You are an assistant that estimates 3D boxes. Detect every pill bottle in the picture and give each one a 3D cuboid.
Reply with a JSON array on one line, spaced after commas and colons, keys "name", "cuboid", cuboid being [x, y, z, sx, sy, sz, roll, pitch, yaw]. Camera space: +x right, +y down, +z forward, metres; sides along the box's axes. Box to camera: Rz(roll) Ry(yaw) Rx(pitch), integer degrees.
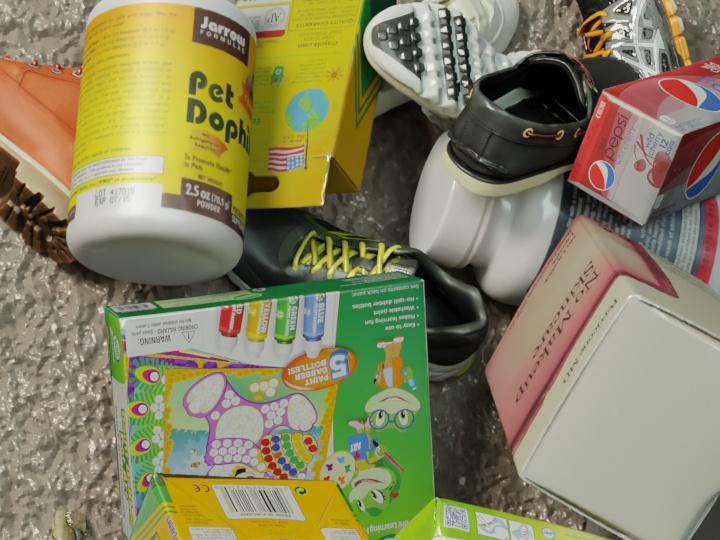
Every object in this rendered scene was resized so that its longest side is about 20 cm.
[{"name": "pill bottle", "cuboid": [0.141, -0.027, 1.229, 0.199, 0.120, 0.120, 15, 66, -14]}, {"name": "pill bottle", "cuboid": [-0.121, -0.100, 1.117, 0.108, 0.109, 0.202, 8, 70, -16]}]

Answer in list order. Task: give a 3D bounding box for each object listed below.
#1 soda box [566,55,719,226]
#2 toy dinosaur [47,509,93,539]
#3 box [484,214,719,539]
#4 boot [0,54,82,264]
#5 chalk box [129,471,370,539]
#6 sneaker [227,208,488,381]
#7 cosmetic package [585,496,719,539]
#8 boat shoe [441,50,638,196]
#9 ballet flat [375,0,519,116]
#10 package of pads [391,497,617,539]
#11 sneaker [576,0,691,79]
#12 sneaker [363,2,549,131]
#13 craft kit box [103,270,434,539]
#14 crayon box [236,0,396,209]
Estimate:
[{"name": "soda box", "cuboid": [0.219, -0.091, 1.191, 0.063, 0.070, 0.200, 32, 29, 25]}, {"name": "toy dinosaur", "cuboid": [-0.229, 0.213, 1.052, 0.088, 0.047, 0.201, 33, 66, -12]}, {"name": "box", "cuboid": [0.158, 0.064, 1.086, 0.108, 0.200, 0.128, 29, 101, -8]}, {"name": "boot", "cuboid": [-0.225, -0.109, 1.163, 0.200, 0.075, 0.107, 46, 59, -8]}, {"name": "chalk box", "cuboid": [-0.075, 0.233, 1.023, 0.124, 0.201, 0.124, 6, 28, -28]}, {"name": "sneaker", "cuboid": [0.000, 0.000, 1.189, 0.199, 0.085, 0.075, 25, 63, -9]}, {"name": "cosmetic package", "cuboid": [0.235, 0.136, 1.155, 0.106, 0.200, 0.091, 20, 65, -11]}, {"name": "boat shoe", "cuboid": [0.130, -0.106, 1.170, 0.074, 0.063, 0.201, 38, 37, 22]}, {"name": "ballet flat", "cuboid": [0.048, -0.162, 1.278, 0.199, 0.069, 0.070, -32, 83, -27]}, {"name": "package of pads", "cuboid": [0.069, 0.214, 1.062, 0.153, 0.200, 0.069, 15, 54, -19]}, {"name": "sneaker", "cuboid": [0.197, -0.148, 1.320, 0.077, 0.078, 0.201, -22, 80, -20]}, {"name": "sneaker", "cuboid": [0.065, -0.125, 1.226, 0.199, 0.081, 0.076, 17, 67, -46]}, {"name": "craft kit box", "cuboid": [-0.052, 0.110, 1.107, 0.199, 0.048, 0.199, -8, 103, -21]}, {"name": "crayon box", "cuboid": [-0.053, -0.120, 1.197, 0.126, 0.051, 0.201, 0, 64, 26]}]
